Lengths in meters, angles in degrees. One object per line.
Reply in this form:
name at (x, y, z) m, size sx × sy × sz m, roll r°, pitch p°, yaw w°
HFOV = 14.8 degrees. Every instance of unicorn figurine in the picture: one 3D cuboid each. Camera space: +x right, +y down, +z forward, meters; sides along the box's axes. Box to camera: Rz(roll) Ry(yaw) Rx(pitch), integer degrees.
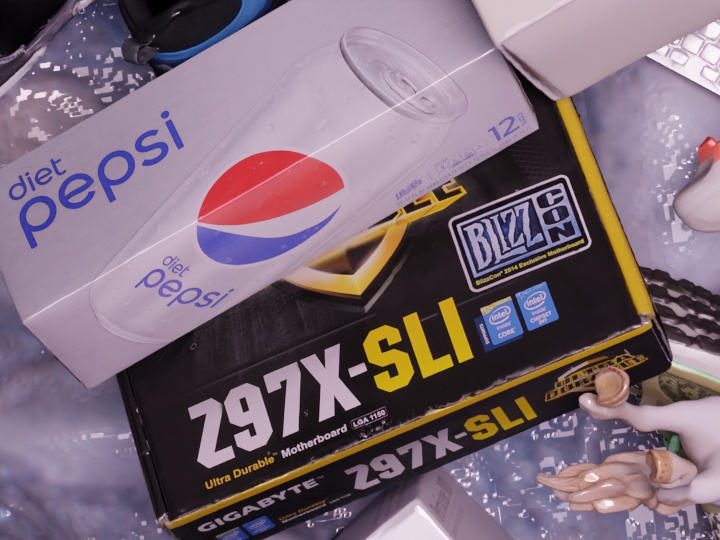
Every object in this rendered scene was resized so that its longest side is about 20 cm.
unicorn figurine at (0.174, 0.056, 1.003) m, size 0.200 × 0.137 × 0.074 m, roll -5°, pitch 71°, yaw 40°

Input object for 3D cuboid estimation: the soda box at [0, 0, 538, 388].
soda box at (-0.039, -0.041, 1.022) m, size 0.200 × 0.063 × 0.068 m, roll -29°, pitch 59°, yaw 3°

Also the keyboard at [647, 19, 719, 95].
keyboard at (0.140, -0.103, 1.103) m, size 0.200 × 0.011 × 0.056 m, roll 28°, pitch 98°, yaw 1°

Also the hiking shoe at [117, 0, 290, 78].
hiking shoe at (-0.044, -0.163, 1.055) m, size 0.074 × 0.087 × 0.200 m, roll 4°, pitch 78°, yaw 17°

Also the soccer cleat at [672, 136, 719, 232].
soccer cleat at (0.217, -0.056, 1.066) m, size 0.200 × 0.069 × 0.078 m, roll -29°, pitch 94°, yaw 0°

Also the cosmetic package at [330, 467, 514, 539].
cosmetic package at (0.068, 0.173, 1.096) m, size 0.074 × 0.102 × 0.200 m, roll -42°, pitch 92°, yaw 8°

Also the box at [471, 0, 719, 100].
box at (0.072, -0.183, 0.995) m, size 0.128 × 0.109 × 0.200 m, roll -28°, pitch 76°, yaw 11°

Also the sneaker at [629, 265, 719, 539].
sneaker at (0.143, 0.065, 1.095) m, size 0.200 × 0.077 × 0.089 m, roll 23°, pitch 109°, yaw 6°

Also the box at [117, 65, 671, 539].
box at (0.000, 0.000, 1.063) m, size 0.200 × 0.049 × 0.160 m, roll -23°, pitch 62°, yaw 8°

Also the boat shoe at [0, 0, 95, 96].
boat shoe at (-0.158, -0.096, 1.102) m, size 0.200 × 0.068 × 0.072 m, roll -37°, pitch 92°, yaw 8°
